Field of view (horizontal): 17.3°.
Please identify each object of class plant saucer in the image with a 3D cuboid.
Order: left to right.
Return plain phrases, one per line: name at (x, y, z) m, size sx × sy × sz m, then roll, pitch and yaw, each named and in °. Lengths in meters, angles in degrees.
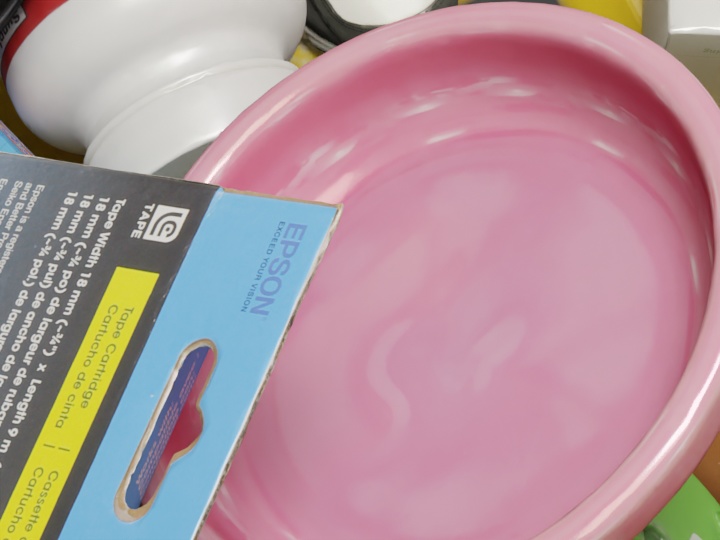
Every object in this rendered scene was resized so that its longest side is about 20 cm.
plant saucer at (0.025, 0.017, 0.686) m, size 0.199 × 0.051 × 0.202 m, roll -14°, pitch 56°, yaw 21°

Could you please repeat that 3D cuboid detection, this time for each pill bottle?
pill bottle at (-0.087, -0.115, 0.845) m, size 0.112 × 0.112 × 0.201 m, roll -23°, pitch 72°, yaw -7°

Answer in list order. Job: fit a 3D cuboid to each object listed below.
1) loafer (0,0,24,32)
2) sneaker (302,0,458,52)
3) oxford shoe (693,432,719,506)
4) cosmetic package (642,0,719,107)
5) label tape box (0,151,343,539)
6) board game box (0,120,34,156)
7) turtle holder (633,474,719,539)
loafer at (-0.107, -0.147, 0.761) m, size 0.068 × 0.070 × 0.201 m, roll 33°, pitch 84°, yaw 17°
sneaker at (-0.025, -0.167, 0.880) m, size 0.073 × 0.080 × 0.201 m, roll -26°, pitch 74°, yaw -9°
oxford shoe at (0.158, 0.070, 0.800) m, size 0.199 × 0.071 × 0.071 m, roll 36°, pitch 77°, yaw 14°
cosmetic package at (0.159, -0.157, 0.870) m, size 0.107 × 0.085 × 0.202 m, roll 2°, pitch 70°, yaw 0°
label tape box at (-0.100, 0.044, 0.665) m, size 0.199 × 0.063 × 0.145 m, roll 10°, pitch 66°, yaw 33°
board game box at (-0.171, 0.007, 0.795) m, size 0.152 × 0.045 × 0.200 m, roll -47°, pitch 58°, yaw 0°
turtle holder at (0.048, 0.104, 0.742) m, size 0.132 × 0.185 × 0.141 m, roll -42°, pitch 31°, yaw 27°
